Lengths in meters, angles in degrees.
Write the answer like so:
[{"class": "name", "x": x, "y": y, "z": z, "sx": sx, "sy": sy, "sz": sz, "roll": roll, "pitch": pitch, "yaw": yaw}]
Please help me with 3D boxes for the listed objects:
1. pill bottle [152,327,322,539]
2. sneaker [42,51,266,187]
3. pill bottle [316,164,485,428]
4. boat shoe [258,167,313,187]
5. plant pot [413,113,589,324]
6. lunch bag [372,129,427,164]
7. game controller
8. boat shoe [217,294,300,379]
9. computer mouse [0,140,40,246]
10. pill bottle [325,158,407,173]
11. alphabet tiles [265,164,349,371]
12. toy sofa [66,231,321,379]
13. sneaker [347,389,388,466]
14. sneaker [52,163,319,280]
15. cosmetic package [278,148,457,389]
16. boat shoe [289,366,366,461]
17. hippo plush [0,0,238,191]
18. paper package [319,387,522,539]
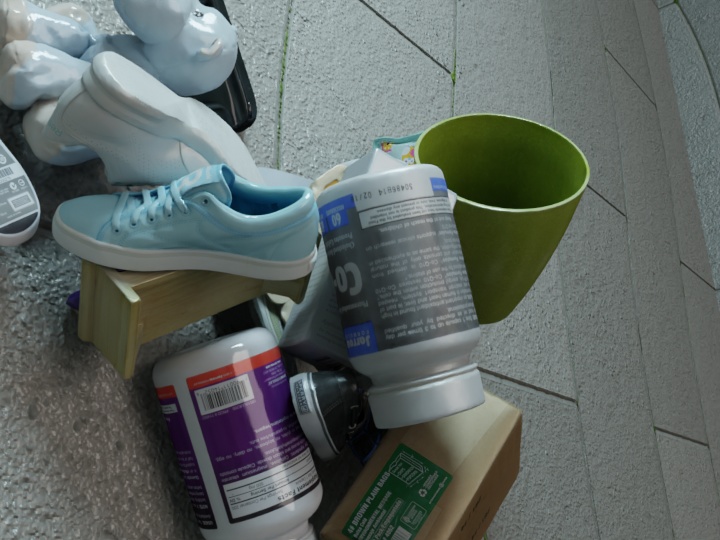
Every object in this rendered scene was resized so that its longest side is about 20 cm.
[{"class": "pill bottle", "x": -0.101, "y": 0.158, "z": 0.771, "sx": 0.112, "sy": 0.112, "sz": 0.201, "roll": -19, "pitch": 92, "yaw": -57}, {"class": "sneaker", "x": -0.156, "y": -0.090, "z": 0.693, "sx": 0.200, "sy": 0.088, "sz": 0.075, "roll": 32, "pitch": 24, "yaw": -50}, {"class": "pill bottle", "x": 0.036, "y": 0.023, "z": 0.741, "sx": 0.114, "sy": 0.113, "sz": 0.201, "roll": -5, "pitch": 81, "yaw": -56}, {"class": "boat shoe", "x": -0.039, "y": -0.052, "z": 0.930, "sx": 0.199, "sy": 0.057, "sz": 0.069, "roll": 17, "pitch": 45, "yaw": -22}, {"class": "plant pot", "x": 0.143, "y": -0.042, "z": 1.001, "sx": 0.187, "sy": 0.186, "sz": 0.201, "roll": -62, "pitch": 162, "yaw": -48}, {"class": "lunch bag", "x": 0.095, "y": -0.063, "z": 1.158, "sx": 0.170, "sy": 0.121, "sz": 0.201, "roll": 19, "pitch": 68, "yaw": -56}, {"class": "game controller", "x": -0.172, "y": -0.239, "z": 0.923, "sx": 0.104, "sy": 0.042, "sz": 0.201, "roll": -19, "pitch": 92, "yaw": -43}, {"class": "boat shoe", "x": -0.094, "y": 0.066, "z": 0.862, "sx": 0.065, "sy": 0.074, "sz": 0.203, "roll": -2, "pitch": 71, "yaw": -52}, {"class": "computer mouse", "x": -0.310, "y": -0.101, "z": 0.645, "sx": 0.201, "sy": 0.044, "sz": 0.110, "roll": 62, "pitch": 29, "yaw": -7}, {"class": "pill bottle", "x": 0.019, "y": -0.020, "z": 1.029, "sx": 0.112, "sy": 0.112, "sz": 0.201, "roll": 13, "pitch": 65, "yaw": -53}, {"class": "alphabet tiles", "x": 0.000, "y": 0.000, "z": 0.883, "sx": 0.195, "sy": 0.015, "sz": 0.201, "roll": -38, "pitch": 101, "yaw": -25}, {"class": "toy sofa", "x": -0.138, "y": -0.001, "z": 0.738, "sx": 0.199, "sy": 0.083, "sz": 0.098, "roll": -22, "pitch": 53, "yaw": -40}, {"class": "sneaker", "x": 0.021, "y": 0.194, "z": 0.972, "sx": 0.075, "sy": 0.078, "sz": 0.200, "roll": -51, "pitch": 127, "yaw": -24}, {"class": "sneaker", "x": -0.127, "y": -0.048, "z": 0.662, "sx": 0.074, "sy": 0.199, "sz": 0.082, "roll": -101, "pitch": -161, "yaw": -54}, {"class": "cosmetic package", "x": 0.009, "y": -0.001, "z": 0.837, "sx": 0.101, "sy": 0.074, "sz": 0.201, "roll": 29, "pitch": 68, "yaw": -20}, {"class": "boat shoe", "x": -0.022, "y": 0.131, "z": 0.811, "sx": 0.200, "sy": 0.056, "sz": 0.069, "roll": 78, "pitch": -5, "yaw": -73}, {"class": "hippo plush", "x": -0.183, "y": -0.162, "z": 0.721, "sx": 0.200, "sy": 0.160, "sz": 0.160, "roll": 56, "pitch": 21, "yaw": -22}, {"class": "paper package", "x": 0.066, "y": 0.219, "z": 0.851, "sx": 0.200, "sy": 0.103, "sz": 0.191, "roll": -53, "pitch": 155, "yaw": -22}]
